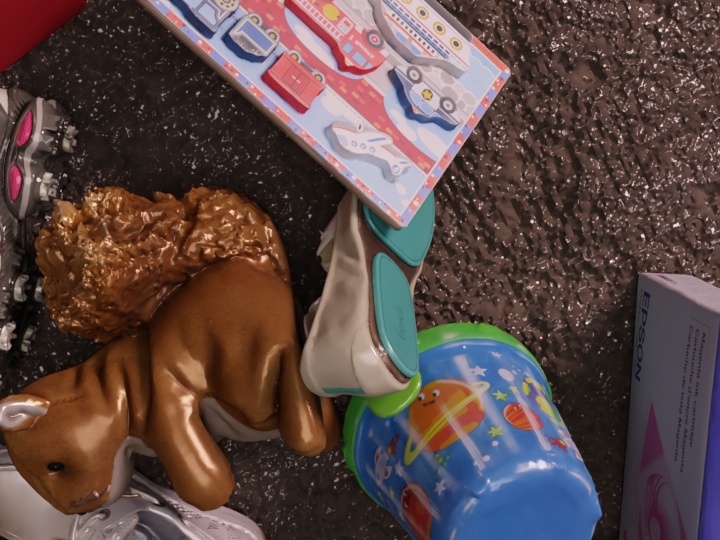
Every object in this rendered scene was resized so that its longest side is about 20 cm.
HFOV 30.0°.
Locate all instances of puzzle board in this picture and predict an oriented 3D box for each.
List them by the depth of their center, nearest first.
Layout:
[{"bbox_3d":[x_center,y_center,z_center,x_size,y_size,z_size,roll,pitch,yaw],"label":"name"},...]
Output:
[{"bbox_3d":[-0.014,-0.139,0.776,0.200,0.017,0.151,42,55,-9],"label":"puzzle board"}]

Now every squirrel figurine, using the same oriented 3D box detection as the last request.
[{"bbox_3d":[-0.125,0.048,0.792,0.186,0.142,0.200,-16,91,2],"label":"squirrel figurine"}]

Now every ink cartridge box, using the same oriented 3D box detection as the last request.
[{"bbox_3d":[0.201,0.113,0.787,0.043,0.200,0.197,2,98,-5],"label":"ink cartridge box"}]

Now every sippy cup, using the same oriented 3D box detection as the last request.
[{"bbox_3d":[0.072,0.119,0.793,0.178,0.130,0.140,7,114,-23],"label":"sippy cup"}]

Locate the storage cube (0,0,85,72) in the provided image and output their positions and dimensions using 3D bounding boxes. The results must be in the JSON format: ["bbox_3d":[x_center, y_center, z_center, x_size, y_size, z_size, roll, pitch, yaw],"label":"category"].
[{"bbox_3d":[-0.271,-0.171,0.691,0.200,0.180,0.171,-40,90,-6],"label":"storage cube"}]

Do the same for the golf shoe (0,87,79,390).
[{"bbox_3d":[-0.230,-0.011,0.798,0.088,0.077,0.200,11,85,-1],"label":"golf shoe"}]

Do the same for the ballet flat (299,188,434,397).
[{"bbox_3d":[0.000,0.000,0.773,0.069,0.200,0.070,4,127,5],"label":"ballet flat"}]

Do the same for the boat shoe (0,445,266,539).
[{"bbox_3d":[-0.154,0.161,0.831,0.200,0.069,0.071,16,101,-6],"label":"boat shoe"}]
